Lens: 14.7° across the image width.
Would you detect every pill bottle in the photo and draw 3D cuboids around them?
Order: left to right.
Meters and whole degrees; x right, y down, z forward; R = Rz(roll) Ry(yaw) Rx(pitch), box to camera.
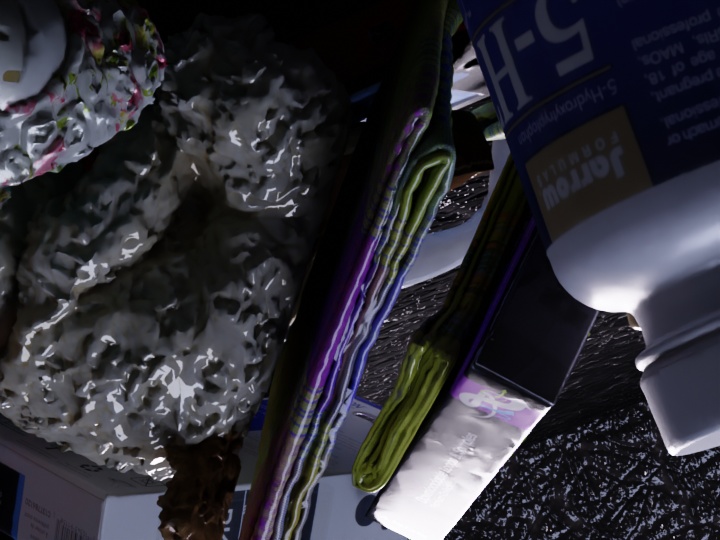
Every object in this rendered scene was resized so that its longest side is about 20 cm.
[{"bbox_3d":[0.103,-0.052,0.864,0.119,0.201,0.120,-19,170,-3],"label":"pill bottle"}]

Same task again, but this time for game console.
[{"bbox_3d":[-0.012,-0.062,1.102,0.199,0.031,0.177,-22,170,16],"label":"game console"}]

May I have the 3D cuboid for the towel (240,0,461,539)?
[{"bbox_3d":[0.000,0.000,0.957,0.144,0.023,0.201,-79,-171,-59],"label":"towel"}]

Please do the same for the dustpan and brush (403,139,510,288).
[{"bbox_3d":[0.080,-0.036,1.200,0.199,0.058,0.139,-13,-161,-24],"label":"dustpan and brush"}]

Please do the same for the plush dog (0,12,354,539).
[{"bbox_3d":[-0.111,0.003,0.945,0.171,0.161,0.200,18,153,-6],"label":"plush dog"}]

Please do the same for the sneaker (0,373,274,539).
[{"bbox_3d":[-0.087,0.056,1.163,0.106,0.075,0.201,10,111,-59],"label":"sneaker"}]

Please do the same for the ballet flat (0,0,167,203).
[{"bbox_3d":[-0.139,-0.052,0.787,0.199,0.076,0.064,-19,156,-26],"label":"ballet flat"}]

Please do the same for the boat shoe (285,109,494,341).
[{"bbox_3d":[-0.034,-0.003,1.095,0.199,0.074,0.076,-23,173,27],"label":"boat shoe"}]

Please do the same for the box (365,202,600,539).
[{"bbox_3d":[0.061,0.011,1.008,0.144,0.036,0.200,-63,-178,-21],"label":"box"}]

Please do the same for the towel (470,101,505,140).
[{"bbox_3d":[0.150,-0.104,1.152,0.199,0.023,0.143,-21,174,-37],"label":"towel"}]

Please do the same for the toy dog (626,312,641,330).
[{"bbox_3d":[0.167,-0.035,1.062,0.096,0.133,0.200,-22,-154,-32],"label":"toy dog"}]

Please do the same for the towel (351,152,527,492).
[{"bbox_3d":[0.044,-0.013,1.014,0.200,0.018,0.086,-63,-179,-43],"label":"towel"}]

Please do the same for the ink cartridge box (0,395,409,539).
[{"bbox_3d":[-0.053,0.081,1.091,0.199,0.039,0.099,-3,-164,-42],"label":"ink cartridge box"}]
